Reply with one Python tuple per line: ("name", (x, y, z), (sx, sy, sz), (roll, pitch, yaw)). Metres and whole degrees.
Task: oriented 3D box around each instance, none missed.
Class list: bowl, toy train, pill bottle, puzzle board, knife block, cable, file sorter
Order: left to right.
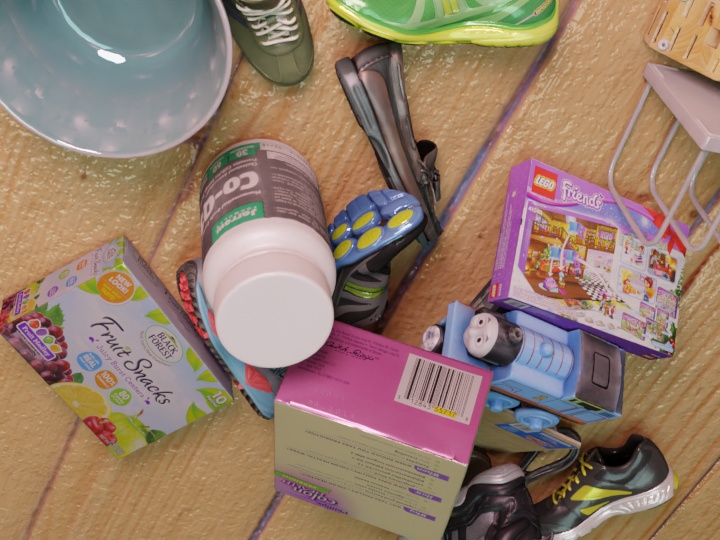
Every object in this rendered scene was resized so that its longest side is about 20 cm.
("bowl", (-0.188, -0.197, 0.809), (0.198, 0.106, 0.202), (2, 128, 3))
("pill bottle", (-0.080, -0.018, 0.909), (0.112, 0.201, 0.114), (-5, 126, -7))
("puzzle board", (0.114, 0.153, 1.129), (0.199, 0.018, 0.150), (26, 156, -26))
("cable", (0.178, 0.256, 1.251), (0.201, 0.097, 0.050), (-56, 156, 6))
("toy train", (0.155, 0.089, 1.011), (0.199, 0.088, 0.114), (24, 152, -27))
("file sorter", (0.351, -0.089, 0.980), (0.198, 0.139, 0.125), (8, 125, -16))
("knife block", (0.378, -0.203, 0.962), (0.199, 0.175, 0.064), (34, 123, 21))

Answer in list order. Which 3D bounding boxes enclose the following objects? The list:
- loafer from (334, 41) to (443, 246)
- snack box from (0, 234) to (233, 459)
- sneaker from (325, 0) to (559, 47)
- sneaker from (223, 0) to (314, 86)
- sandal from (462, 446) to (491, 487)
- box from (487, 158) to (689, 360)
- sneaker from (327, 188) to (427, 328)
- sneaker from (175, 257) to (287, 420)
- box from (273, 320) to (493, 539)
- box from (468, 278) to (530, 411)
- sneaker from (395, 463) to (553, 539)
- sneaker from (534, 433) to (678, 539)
("loafer", (0.043, -0.110, 0.951), (0.062, 0.072, 0.201), (-27, 124, 2))
("snack box", (-0.233, 0.080, 1.040), (0.141, 0.053, 0.201), (-28, 125, 8))
("sneaker", (0.067, -0.229, 0.878), (0.198, 0.074, 0.085), (-2, 107, -12))
("sneaker", (-0.084, -0.219, 0.834), (0.066, 0.090, 0.201), (-18, 126, 2))
("sandal", (0.053, 0.246, 1.210), (0.198, 0.055, 0.082), (-4, 128, -9))
("box", (0.223, -0.008, 1.021), (0.198, 0.138, 0.039), (20, 163, -22))
("sneaker", (0.000, 0.000, 0.968), (0.082, 0.071, 0.200), (22, 131, -25))
("sneaker", (-0.107, 0.051, 1.045), (0.095, 0.079, 0.201), (-35, 129, -8))
("box", (0.016, 0.153, 0.994), (0.174, 0.097, 0.201), (17, 146, 7))
("box", (0.185, 0.070, 1.116), (0.158, 0.046, 0.200), (26, 117, -26))
("sneaker", (0.123, 0.314, 1.193), (0.200, 0.114, 0.075), (-42, 149, 17))
("sneaker", (0.269, 0.252, 1.257), (0.198, 0.075, 0.085), (-25, 106, 9))
